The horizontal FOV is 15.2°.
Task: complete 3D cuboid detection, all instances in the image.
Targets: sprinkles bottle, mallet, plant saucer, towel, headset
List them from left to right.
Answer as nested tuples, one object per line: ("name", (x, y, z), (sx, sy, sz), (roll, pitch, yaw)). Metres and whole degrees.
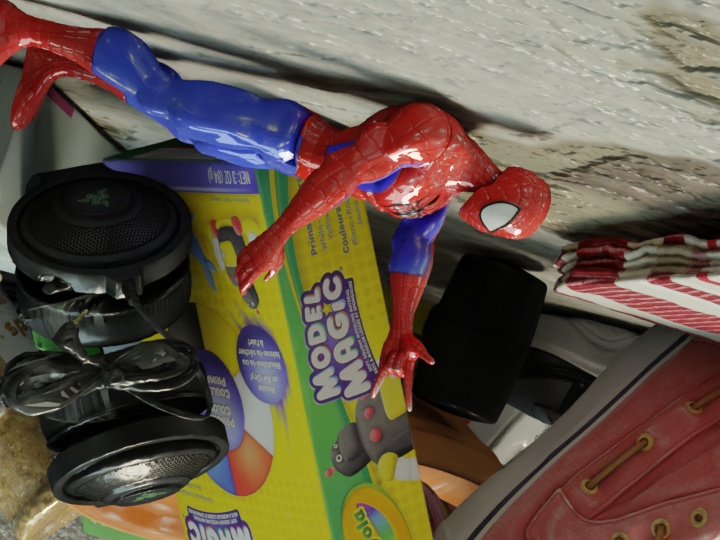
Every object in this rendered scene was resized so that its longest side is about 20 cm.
("sprinkles bottle", (-0.190, 0.031, 1.257), (0.200, 0.068, 0.068), (51, 176, 10))
("headset", (-0.099, 0.028, 0.950), (0.094, 0.124, 0.200), (-11, -174, -17))
("plant saucer", (-0.032, 0.084, 1.156), (0.199, 0.038, 0.200), (4, 160, 1))
("mallet", (0.000, 0.000, 1.144), (0.041, 0.066, 0.200), (25, -176, -46))
("towel", (0.164, 0.014, 0.937), (0.143, 0.023, 0.200), (18, 173, -16))

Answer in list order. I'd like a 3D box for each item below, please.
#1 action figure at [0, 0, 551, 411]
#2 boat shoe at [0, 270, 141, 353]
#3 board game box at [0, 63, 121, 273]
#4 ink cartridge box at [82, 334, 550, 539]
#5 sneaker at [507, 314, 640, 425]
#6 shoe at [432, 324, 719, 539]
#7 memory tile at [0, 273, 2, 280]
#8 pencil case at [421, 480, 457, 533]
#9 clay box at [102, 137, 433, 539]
("action figure", (-0.038, -0.020, 0.885), (0.199, 0.099, 0.065), (12, 171, 19))
("boat shoe", (-0.125, 0.002, 1.266), (0.200, 0.066, 0.070), (8, 127, 60))
("board game box", (-0.208, -0.056, 1.092), (0.199, 0.065, 0.148), (14, 170, 14))
("ink cartridge box", (-0.018, 0.089, 1.329), (0.199, 0.084, 0.145), (14, -151, 23))
("sneaker", (0.118, 0.088, 1.166), (0.199, 0.114, 0.075), (12, 169, 34))
("shoe", (0.098, 0.107, 1.024), (0.091, 0.200, 0.072), (27, 157, 46))
("memory tile", (-0.231, -0.036, 1.016), (0.199, 0.017, 0.153), (19, 170, -1))
("pencil case", (0.053, 0.148, 1.129), (0.086, 0.083, 0.200), (39, -173, 40))
("clay box", (-0.031, 0.051, 0.994), (0.047, 0.201, 0.115), (-17, -169, -31))
